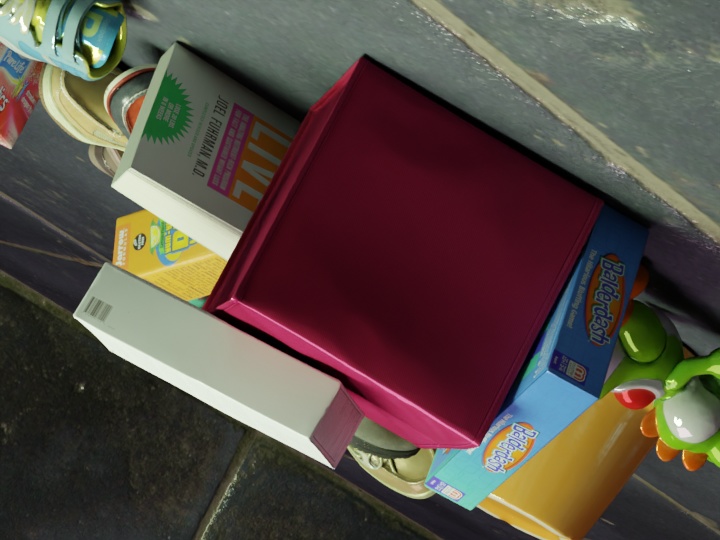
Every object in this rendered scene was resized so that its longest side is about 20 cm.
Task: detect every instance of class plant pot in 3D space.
[{"bbox_3d":[0.167,0.128,1.781,0.199,0.184,0.200,26,170,5],"label":"plant pot"}]

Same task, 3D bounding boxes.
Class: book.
[{"bbox_3d":[-0.086,-0.072,1.626,0.199,0.134,0.048,31,142,-20],"label":"book"}]

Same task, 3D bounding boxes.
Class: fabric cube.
[{"bbox_3d":[0.022,-0.004,1.495,0.199,0.197,0.200,29,170,-8],"label":"fabric cube"}]

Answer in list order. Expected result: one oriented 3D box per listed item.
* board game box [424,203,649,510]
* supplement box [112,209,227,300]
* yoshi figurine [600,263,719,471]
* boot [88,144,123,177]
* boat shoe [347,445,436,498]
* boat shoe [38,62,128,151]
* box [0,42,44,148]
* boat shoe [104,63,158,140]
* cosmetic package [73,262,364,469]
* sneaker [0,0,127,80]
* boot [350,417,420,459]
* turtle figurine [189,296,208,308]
[{"bbox_3d":[0.124,0.065,1.489,0.045,0.153,0.200,28,144,-9],"label":"board game box"},{"bbox_3d":[-0.115,-0.027,1.743,0.199,0.067,0.069,-17,150,35],"label":"supplement box"},{"bbox_3d":[0.246,0.062,1.602,0.112,0.113,0.200,-31,113,30],"label":"yoshi figurine"},{"bbox_3d":[-0.206,-0.102,1.954,0.146,0.071,0.200,20,167,45],"label":"boot"},{"bbox_3d":[0.003,0.129,1.916,0.201,0.073,0.063,50,-177,25],"label":"boat shoe"},{"bbox_3d":[-0.188,-0.134,1.793,0.076,0.072,0.200,3,166,37],"label":"boat shoe"},{"bbox_3d":[-0.333,-0.192,1.757,0.095,0.100,0.200,25,169,12],"label":"box"},{"bbox_3d":[-0.151,-0.103,1.732,0.063,0.071,0.200,64,-176,28],"label":"boat shoe"},{"bbox_3d":[-0.098,0.066,1.468,0.199,0.051,0.083,26,166,19],"label":"cosmetic package"},{"bbox_3d":[-0.249,-0.206,1.550,0.130,0.080,0.200,22,178,38],"label":"sneaker"},{"bbox_3d":[0.005,0.078,1.799,0.199,0.131,0.068,28,-151,-24],"label":"boot"},{"bbox_3d":[-0.128,0.025,1.907,0.149,0.101,0.200,27,177,-8],"label":"turtle figurine"}]
